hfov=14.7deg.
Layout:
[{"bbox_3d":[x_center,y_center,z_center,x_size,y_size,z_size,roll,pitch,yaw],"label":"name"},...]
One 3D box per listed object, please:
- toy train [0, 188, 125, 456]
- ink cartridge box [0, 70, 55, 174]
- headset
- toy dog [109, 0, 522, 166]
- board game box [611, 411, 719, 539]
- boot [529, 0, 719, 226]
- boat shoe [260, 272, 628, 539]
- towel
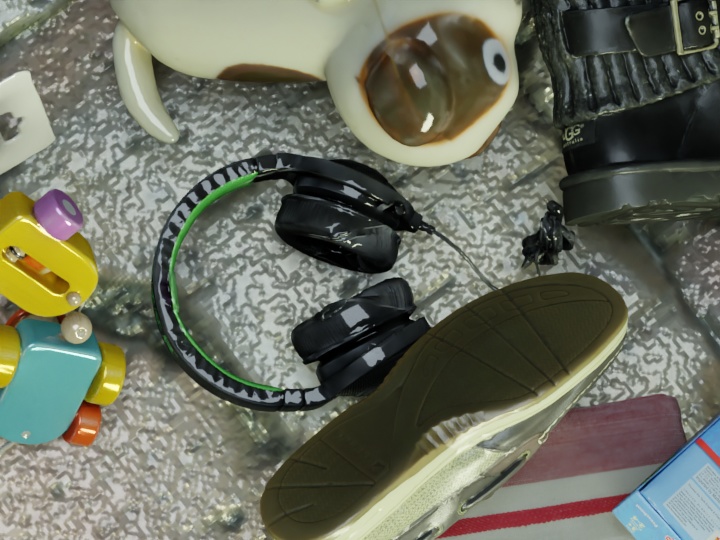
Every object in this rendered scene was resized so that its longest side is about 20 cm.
[{"bbox_3d":[-0.193,0.017,1.313,0.150,0.200,0.056,-19,44,-2],"label":"toy train"},{"bbox_3d":[-0.253,-0.056,1.330,0.200,0.115,0.068,-29,76,-7],"label":"ink cartridge box"},{"bbox_3d":[0.000,0.000,1.344,0.200,0.094,0.124,-6,81,-11],"label":"headset"},{"bbox_3d":[-0.014,-0.128,1.322,0.200,0.140,0.194,31,87,19],"label":"toy dog"},{"bbox_3d":[0.239,0.108,1.334,0.200,0.037,0.151,-39,84,-27],"label":"board game box"},{"bbox_3d":[0.175,-0.107,1.345,0.211,0.079,0.158,-4,81,-32],"label":"boot"},{"bbox_3d":[0.043,0.077,1.304,0.201,0.066,0.072,-36,49,-16],"label":"boat shoe"},{"bbox_3d":[0.102,0.161,1.315,0.144,0.023,0.200,-8,65,-7],"label":"towel"}]
